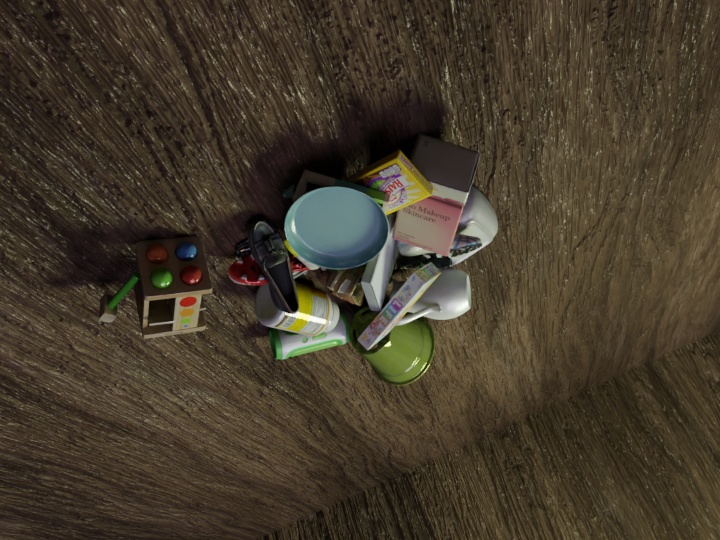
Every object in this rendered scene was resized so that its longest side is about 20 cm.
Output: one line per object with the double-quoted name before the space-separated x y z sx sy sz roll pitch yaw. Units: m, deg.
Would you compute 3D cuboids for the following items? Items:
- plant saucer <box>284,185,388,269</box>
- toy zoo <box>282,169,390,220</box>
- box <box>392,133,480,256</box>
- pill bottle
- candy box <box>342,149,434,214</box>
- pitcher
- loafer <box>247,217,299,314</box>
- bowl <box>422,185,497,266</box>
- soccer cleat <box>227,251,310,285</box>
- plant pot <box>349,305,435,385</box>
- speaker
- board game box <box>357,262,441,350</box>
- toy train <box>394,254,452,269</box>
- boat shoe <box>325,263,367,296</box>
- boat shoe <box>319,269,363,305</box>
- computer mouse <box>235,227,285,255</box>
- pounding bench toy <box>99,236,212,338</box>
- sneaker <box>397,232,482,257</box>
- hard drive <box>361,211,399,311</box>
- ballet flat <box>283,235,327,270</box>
"plant saucer" -0.044 -0.084 1.277 0.194 0.028 0.203 1 135 1
"toy zoo" -0.051 -0.122 1.298 0.195 0.021 0.132 15 144 -2
"box" 0.144 -0.144 1.341 0.125 0.111 0.202 17 146 6
"pill bottle" -0.139 0.086 1.558 0.109 0.111 0.198 -38 146 25
"candy box" 0.034 -0.149 1.279 0.102 0.027 0.198 39 143 -26
"pitcher" 0.160 0.072 1.625 0.194 0.173 0.124 -5 122 15
"loafer" -0.162 -0.008 1.347 0.071 0.063 0.204 -27 114 -20
"bowl" 0.216 -0.086 1.563 0.197 0.076 0.199 -32 147 18
"soccer cleat" -0.185 0.000 1.434 0.196 0.070 0.085 -14 160 -27
"plant pot" 0.065 0.173 1.729 0.198 0.204 0.189 -32 150 16
"speaker" -0.126 0.162 1.707 0.195 0.090 0.089 -12 148 -17
"board game box" 0.085 0.076 1.485 0.201 0.034 0.134 -51 170 22
"toy train" 0.114 -0.019 1.557 0.195 0.035 0.046 1 174 21
"boat shoe" 0.000 0.000 1.461 0.200 0.075 0.073 -46 167 -50
"boat shoe" -0.038 0.030 1.591 0.066 0.074 0.200 6 165 19
"computer mouse" -0.159 -0.069 1.380 0.196 0.035 0.059 -24 150 3
"pounding bench toy" -0.393 0.031 1.290 0.195 0.126 0.157 -7 146 -24
"sneaker" 0.171 -0.068 1.461 0.194 0.075 0.072 1 166 -18
"hard drive" 0.050 -0.034 1.432 0.026 0.204 0.133 11 155 17
"ballet flat" -0.086 -0.035 1.398 0.065 0.069 0.199 -9 174 27
